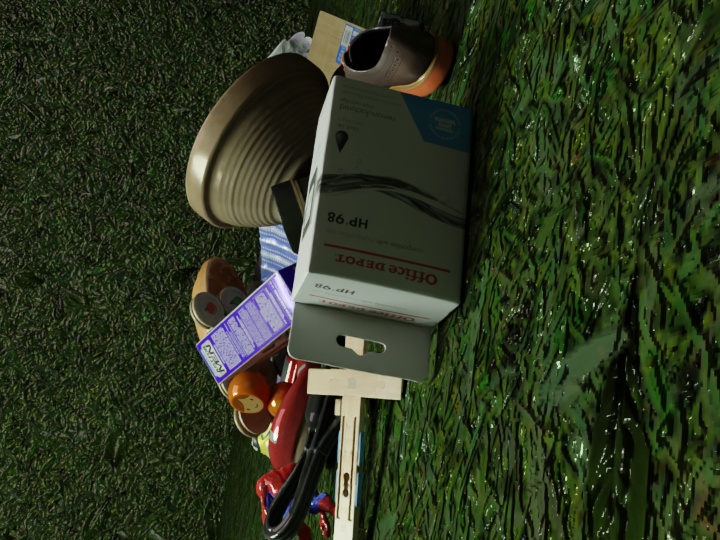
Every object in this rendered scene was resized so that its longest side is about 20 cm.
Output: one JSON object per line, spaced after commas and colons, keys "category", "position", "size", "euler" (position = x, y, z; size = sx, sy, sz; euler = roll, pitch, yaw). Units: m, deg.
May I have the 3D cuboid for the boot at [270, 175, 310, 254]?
{"category": "boot", "position": [-0.002, -0.055, 0.829], "size": [0.200, 0.136, 0.079], "euler": [72, 179, -86]}

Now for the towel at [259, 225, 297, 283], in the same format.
{"category": "towel", "position": [-0.084, -0.042, 1.107], "size": [0.024, 0.144, 0.203], "euler": [-32, -46, -37]}

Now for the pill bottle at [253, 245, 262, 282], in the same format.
{"category": "pill bottle", "position": [-0.095, -0.003, 1.258], "size": [0.115, 0.112, 0.201], "euler": [-89, 14, -45]}

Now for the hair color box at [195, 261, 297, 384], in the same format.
{"category": "hair color box", "position": [-0.102, 0.056, 1.047], "size": [0.199, 0.109, 0.065], "euler": [-37, 82, 42]}

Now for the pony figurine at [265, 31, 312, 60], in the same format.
{"category": "pony figurine", "position": [-0.100, -0.206, 1.219], "size": [0.167, 0.192, 0.201], "euler": [49, -175, -48]}

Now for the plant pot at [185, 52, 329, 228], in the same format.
{"category": "plant pot", "position": [-0.082, -0.116, 0.915], "size": [0.201, 0.092, 0.202], "euler": [-46, -19, -20]}

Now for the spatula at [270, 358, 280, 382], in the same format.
{"category": "spatula", "position": [-0.104, 0.186, 1.178], "size": [0.021, 0.056, 0.202], "euler": [71, 180, -62]}

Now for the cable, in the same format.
{"category": "cable", "position": [-0.028, 0.161, 0.816], "size": [0.096, 0.050, 0.203], "euler": [-15, 51, 41]}

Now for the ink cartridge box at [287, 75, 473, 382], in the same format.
{"category": "ink cartridge box", "position": [0.017, -0.031, 0.642], "size": [0.067, 0.114, 0.203], "euler": [126, 153, -65]}

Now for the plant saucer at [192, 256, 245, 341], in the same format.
{"category": "plant saucer", "position": [-0.189, 0.082, 1.237], "size": [0.200, 0.037, 0.203], "euler": [-19, -89, -81]}

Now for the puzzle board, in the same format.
{"category": "puzzle board", "position": [-0.036, -0.223, 1.038], "size": [0.200, 0.017, 0.153], "euler": [-131, 55, -61]}

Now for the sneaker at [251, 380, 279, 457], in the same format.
{"category": "sneaker", "position": [-0.103, 0.168, 1.229], "size": [0.076, 0.075, 0.203], "euler": [117, 164, -64]}

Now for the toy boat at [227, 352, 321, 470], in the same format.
{"category": "toy boat", "position": [-0.095, 0.155, 1.036], "size": [0.200, 0.128, 0.133], "euler": [-108, 30, -71]}

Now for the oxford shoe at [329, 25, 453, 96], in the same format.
{"category": "oxford shoe", "position": [0.010, -0.204, 0.841], "size": [0.199, 0.072, 0.072], "euler": [1, 73, 62]}

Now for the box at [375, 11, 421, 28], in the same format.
{"category": "box", "position": [0.016, -0.159, 0.978], "size": [0.158, 0.049, 0.203], "euler": [123, 156, -67]}

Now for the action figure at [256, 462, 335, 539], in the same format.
{"category": "action figure", "position": [-0.058, 0.260, 0.883], "size": [0.200, 0.064, 0.101], "euler": [-164, 58, -69]}

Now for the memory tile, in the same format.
{"category": "memory tile", "position": [-0.139, 0.112, 1.149], "size": [0.017, 0.152, 0.202], "euler": [-32, 77, 36]}

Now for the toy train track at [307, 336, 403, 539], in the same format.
{"category": "toy train track", "position": [0.000, 0.144, 0.762], "size": [0.114, 0.032, 0.204], "euler": [-3, 79, 43]}
